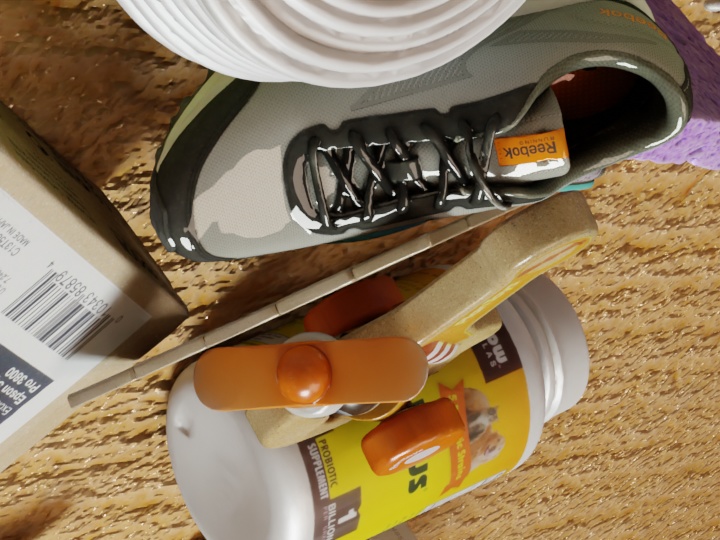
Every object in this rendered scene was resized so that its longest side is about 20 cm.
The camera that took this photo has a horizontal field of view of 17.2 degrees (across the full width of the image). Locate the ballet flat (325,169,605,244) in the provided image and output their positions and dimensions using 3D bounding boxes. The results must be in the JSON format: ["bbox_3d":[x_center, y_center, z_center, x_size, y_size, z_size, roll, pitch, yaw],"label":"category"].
[{"bbox_3d":[0.035,-0.061,1.039,0.199,0.072,0.072,-13,145,-43],"label":"ballet flat"}]

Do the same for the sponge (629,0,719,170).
[{"bbox_3d":[0.092,-0.094,0.987,0.030,0.112,0.199,-48,154,25],"label":"sponge"}]

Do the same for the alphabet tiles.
[{"bbox_3d":[0.000,0.000,0.931,0.166,0.008,0.200,-25,180,28],"label":"alphabet tiles"}]

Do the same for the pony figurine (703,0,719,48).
[{"bbox_3d":[0.286,-0.156,1.136,0.192,0.167,0.200,14,135,-20],"label":"pony figurine"}]

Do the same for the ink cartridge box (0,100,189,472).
[{"bbox_3d":[-0.172,0.014,0.858,0.164,0.075,0.200,-40,156,1],"label":"ink cartridge box"}]

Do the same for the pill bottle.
[{"bbox_3d":[0.013,0.065,1.150,0.199,0.109,0.110,-22,151,-32],"label":"pill bottle"}]

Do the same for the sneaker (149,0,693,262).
[{"bbox_3d":[0.022,-0.050,0.817,0.199,0.079,0.074,-20,125,-12],"label":"sneaker"}]

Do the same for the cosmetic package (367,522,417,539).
[{"bbox_3d":[-0.042,0.265,1.347,0.164,0.165,0.201,-8,142,-46],"label":"cosmetic package"}]

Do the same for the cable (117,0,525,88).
[{"bbox_3d":[0.001,-0.153,0.731,0.199,0.069,0.202,-9,112,-40],"label":"cable"}]

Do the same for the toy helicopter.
[{"bbox_3d":[0.019,0.022,0.985,0.132,0.079,0.200,-12,160,-44],"label":"toy helicopter"}]
